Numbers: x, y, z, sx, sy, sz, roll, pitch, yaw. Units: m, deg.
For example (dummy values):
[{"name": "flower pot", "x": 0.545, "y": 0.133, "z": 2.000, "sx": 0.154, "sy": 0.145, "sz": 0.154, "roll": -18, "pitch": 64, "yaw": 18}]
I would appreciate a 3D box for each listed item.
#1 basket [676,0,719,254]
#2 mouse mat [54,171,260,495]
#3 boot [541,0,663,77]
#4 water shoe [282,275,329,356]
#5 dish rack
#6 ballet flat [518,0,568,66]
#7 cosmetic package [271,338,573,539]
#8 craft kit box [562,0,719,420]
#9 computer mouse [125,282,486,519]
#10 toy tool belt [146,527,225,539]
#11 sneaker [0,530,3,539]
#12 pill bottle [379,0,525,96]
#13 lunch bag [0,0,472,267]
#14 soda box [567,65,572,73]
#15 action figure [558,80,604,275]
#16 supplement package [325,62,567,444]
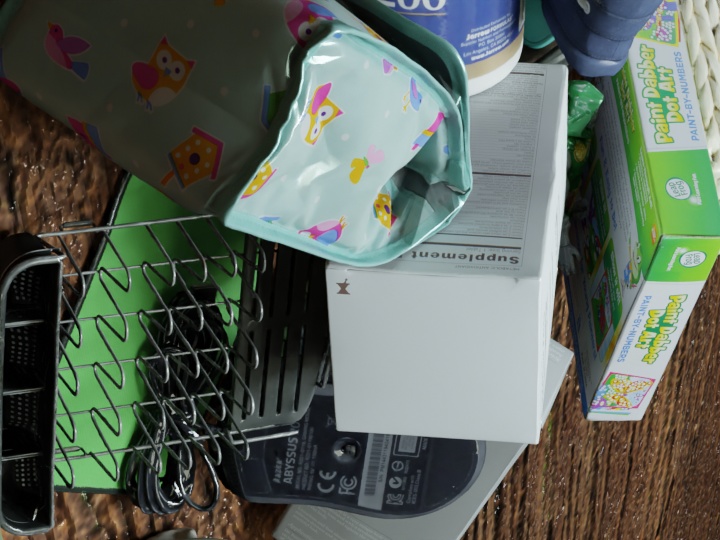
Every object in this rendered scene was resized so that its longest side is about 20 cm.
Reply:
[{"name": "basket", "x": 0.248, "y": -0.119, "z": 1.207, "sx": 0.136, "sy": 0.122, "sz": 0.202, "roll": 110, "pitch": -23, "yaw": -64}, {"name": "mouse mat", "x": -0.111, "y": 0.031, "z": 1.014, "sx": 0.161, "sy": 0.007, "sz": 0.202, "roll": 16, "pitch": 97, "yaw": -61}, {"name": "boot", "x": 0.115, "y": -0.205, "z": 0.992, "sx": 0.072, "sy": 0.201, "sz": 0.091, "roll": 3, "pitch": 144, "yaw": -18}, {"name": "water shoe", "x": 0.000, "y": 0.000, "z": 1.133, "sx": 0.201, "sy": 0.071, "sz": 0.079, "roll": -57, "pitch": -179, "yaw": -24}, {"name": "dish rack", "x": -0.096, "y": 0.042, "z": 0.932, "sx": 0.198, "sy": 0.055, "sz": 0.155, "roll": -8, "pitch": 121, "yaw": -27}, {"name": "ballet flat", "x": 0.099, "y": -0.133, "z": 1.084, "sx": 0.068, "sy": 0.068, "sz": 0.200, "roll": 12, "pitch": 131, "yaw": -48}, {"name": "cosmetic package", "x": 0.036, "y": 0.109, "z": 1.138, "sx": 0.201, "sy": 0.106, "sz": 0.090, "roll": -57, "pitch": 178, "yaw": 34}, {"name": "craft kit box", "x": 0.169, "y": -0.041, "z": 1.162, "sx": 0.198, "sy": 0.048, "sz": 0.201, "roll": 98, "pitch": -9, "yaw": -54}, {"name": "computer mouse", "x": -0.027, "y": 0.083, "z": 1.044, "sx": 0.053, "sy": 0.198, "sz": 0.140, "roll": -100, "pitch": -158, "yaw": -67}, {"name": "toy tool belt", "x": -0.123, "y": 0.229, "z": 1.023, "sx": 0.199, "sy": 0.122, "sz": 0.126, "roll": -27, "pitch": 134, "yaw": -48}, {"name": "sneaker", "x": -0.194, "y": 0.166, "z": 0.903, "sx": 0.089, "sy": 0.067, "sz": 0.202, "roll": -5, "pitch": 123, "yaw": -44}, {"name": "pill bottle", "x": 0.035, "y": -0.200, "z": 0.973, "sx": 0.111, "sy": 0.110, "sz": 0.201, "roll": -39, "pitch": 142, "yaw": -38}, {"name": "lunch bag", "x": -0.046, "y": -0.088, "z": 0.862, "sx": 0.200, "sy": 0.170, "sz": 0.123, "roll": 12, "pitch": 109, "yaw": -61}, {"name": "soda box", "x": 0.098, "y": -0.206, "z": 1.117, "sx": 0.064, "sy": 0.068, "sz": 0.201, "roll": -50, "pitch": 148, "yaw": -25}, {"name": "action figure", "x": 0.116, "y": -0.031, "z": 1.153, "sx": 0.118, "sy": 0.054, "sz": 0.201, "roll": -67, "pitch": 170, "yaw": -54}, {"name": "supplement package", "x": 0.050, "y": -0.015, "z": 0.989, "sx": 0.201, "sy": 0.113, "sz": 0.110, "roll": -75, "pitch": 166, "yaw": -51}]
